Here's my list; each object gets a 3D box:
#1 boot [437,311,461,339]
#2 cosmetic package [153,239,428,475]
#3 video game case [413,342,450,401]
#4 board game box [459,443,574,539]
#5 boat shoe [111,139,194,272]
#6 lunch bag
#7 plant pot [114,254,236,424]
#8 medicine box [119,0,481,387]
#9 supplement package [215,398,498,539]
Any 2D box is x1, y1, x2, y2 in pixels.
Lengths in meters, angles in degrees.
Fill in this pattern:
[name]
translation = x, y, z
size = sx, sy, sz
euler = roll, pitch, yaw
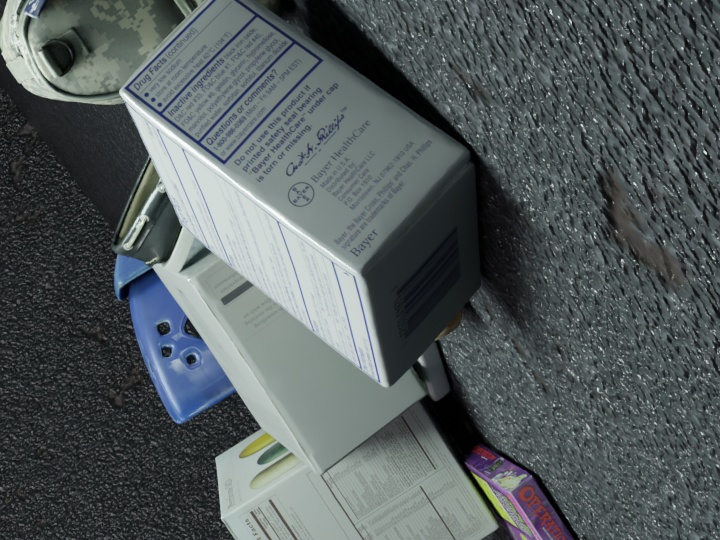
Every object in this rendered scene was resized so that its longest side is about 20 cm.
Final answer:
[boot]
translation = -0.016, -0.038, 1.195
size = 0.199, 0.072, 0.167
euler = 19, 132, 46
[cosmetic package]
translation = -0.066, 0.045, 1.409
size = 0.201, 0.123, 0.199
euler = 59, 169, -15
[video game case]
translation = 0.000, 0.000, 1.373
size = 0.182, 0.022, 0.200
euler = 48, 168, 33
[board game box]
translation = 0.165, 0.244, 1.404
size = 0.201, 0.032, 0.120
euler = 57, 174, -17
[boat shoe]
translation = -0.142, -0.093, 1.283
size = 0.060, 0.201, 0.076
euler = 14, -163, -18
[lunch bag]
translation = -0.163, -0.180, 1.112
size = 0.140, 0.167, 0.200
euler = 56, 169, -14
[plant pot]
translation = -0.146, 0.031, 1.671
size = 0.181, 0.199, 0.200
euler = 60, 170, 1
[medicine box]
translation = -0.032, -0.050, 1.025
size = 0.200, 0.103, 0.182
euler = 38, 165, 20
[supplement package]
translation = -0.008, 0.200, 1.485
size = 0.151, 0.199, 0.152
euler = 57, -178, -16
